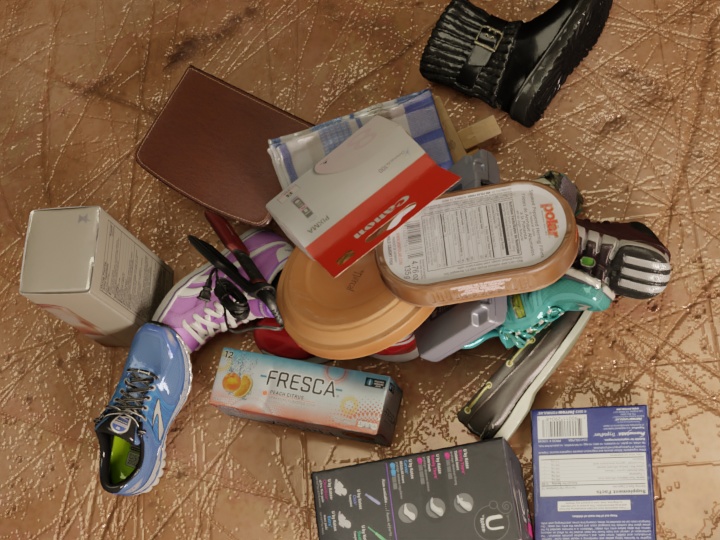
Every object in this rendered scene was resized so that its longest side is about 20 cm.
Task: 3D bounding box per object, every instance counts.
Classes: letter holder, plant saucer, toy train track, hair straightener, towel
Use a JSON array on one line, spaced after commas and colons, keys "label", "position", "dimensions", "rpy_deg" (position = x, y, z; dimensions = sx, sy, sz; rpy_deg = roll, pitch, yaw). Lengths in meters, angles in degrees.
[{"label": "letter holder", "position": [-0.144, -0.127, 1.409], "dimensions": [0.200, 0.101, 0.142], "rpy_deg": [28, 82, 23]}, {"label": "plant saucer", "position": [0.000, 0.000, 1.238], "dimensions": [0.200, 0.032, 0.200], "rpy_deg": [-17, 48, 20]}, {"label": "toy train track", "position": [0.068, -0.130, 1.382], "dimensions": [0.200, 0.033, 0.115], "rpy_deg": [-24, 101, 13]}, {"label": "hair straightener", "position": [-0.140, 0.014, 1.298], "dimensions": [0.077, 0.041, 0.200], "rpy_deg": [-53, 47, 11]}, {"label": "towel", "position": [0.009, -0.107, 1.332], "dimensions": [0.200, 0.024, 0.147], "rpy_deg": [-20, 105, -9]}]

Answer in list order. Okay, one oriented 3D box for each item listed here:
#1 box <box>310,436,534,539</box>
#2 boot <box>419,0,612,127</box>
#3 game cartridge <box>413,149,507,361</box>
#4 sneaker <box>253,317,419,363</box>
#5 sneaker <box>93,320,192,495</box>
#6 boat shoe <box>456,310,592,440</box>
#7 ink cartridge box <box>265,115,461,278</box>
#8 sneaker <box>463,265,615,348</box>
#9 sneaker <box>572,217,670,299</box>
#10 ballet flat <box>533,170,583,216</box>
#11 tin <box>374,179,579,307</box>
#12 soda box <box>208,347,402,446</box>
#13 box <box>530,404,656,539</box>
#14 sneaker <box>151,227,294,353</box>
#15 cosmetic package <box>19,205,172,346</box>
[{"label": "box", "position": [0.065, 0.246, 1.198], "dimensions": [0.200, 0.122, 0.106], "rpy_deg": [-13, 67, 11]}, {"label": "boot", "position": [0.180, -0.283, 1.384], "dimensions": [0.158, 0.079, 0.211], "rpy_deg": [34, 83, 24]}, {"label": "game cartridge", "position": [0.098, -0.012, 1.247], "dimensions": [0.133, 0.041, 0.200], "rpy_deg": [-33, 48, 48]}, {"label": "sneaker", "position": [-0.034, 0.054, 1.300], "dimensions": [0.200, 0.116, 0.078], "rpy_deg": [-4, 69, 14]}, {"label": "sneaker", "position": [-0.241, 0.155, 1.310], "dimensions": [0.078, 0.089, 0.200], "rpy_deg": [11, 92, 12]}, {"label": "boat shoe", "position": [0.178, 0.090, 1.249], "dimensions": [0.061, 0.072, 0.201], "rpy_deg": [34, 84, 13]}, {"label": "ink cartridge box", "position": [-0.004, -0.081, 1.217], "dimensions": [0.163, 0.200, 0.057], "rpy_deg": [-39, 108, -4]}, {"label": "sneaker", "position": [0.172, 0.043, 1.209], "dimensions": [0.200, 0.077, 0.080], "rpy_deg": [-14, 51, 49]}, {"label": "sneaker", "position": [0.234, -0.027, 1.263], "dimensions": [0.200, 0.116, 0.076], "rpy_deg": [20, 113, 17]}, {"label": "ballet flat", "position": [0.150, -0.044, 1.309], "dimensions": [0.200, 0.072, 0.072], "rpy_deg": [-37, 65, -1]}, {"label": "tin", "position": [0.112, -0.027, 1.161], "dimensions": [0.200, 0.042, 0.112], "rpy_deg": [-10, 63, 9]}, {"label": "soda box", "position": [-0.060, 0.138, 1.306], "dimensions": [0.200, 0.064, 0.068], "rpy_deg": [9, 73, 18]}, {"label": "box", "position": [0.235, 0.238, 1.203], "dimensions": [0.121, 0.032, 0.200], "rpy_deg": [-4, 68, 15]}, {"label": "sneaker", "position": [-0.150, 0.040, 1.340], "dimensions": [0.200, 0.073, 0.114], "rpy_deg": [-46, 39, -3]}, {"label": "cosmetic package", "position": [-0.292, 0.012, 1.341], "dimensions": [0.087, 0.200, 0.103], "rpy_deg": [-2, 69, 14]}]
